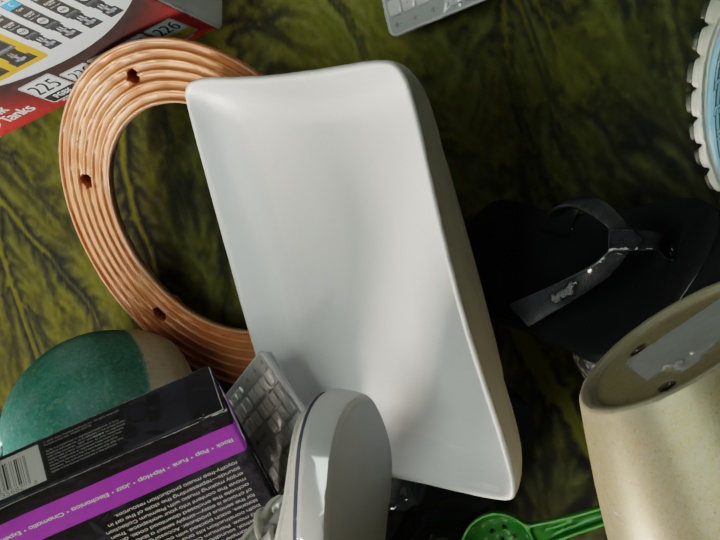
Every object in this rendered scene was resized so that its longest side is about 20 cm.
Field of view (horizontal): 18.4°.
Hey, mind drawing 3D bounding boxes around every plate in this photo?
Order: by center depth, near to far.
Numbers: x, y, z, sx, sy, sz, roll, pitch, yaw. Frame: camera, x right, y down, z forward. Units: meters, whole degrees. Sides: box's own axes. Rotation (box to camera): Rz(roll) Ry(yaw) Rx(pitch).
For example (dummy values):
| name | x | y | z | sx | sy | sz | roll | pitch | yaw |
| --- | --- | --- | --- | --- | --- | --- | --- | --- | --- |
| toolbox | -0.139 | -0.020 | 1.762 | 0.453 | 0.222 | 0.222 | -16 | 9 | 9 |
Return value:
| name | x | y | z | sx | sy | sz | roll | pitch | yaw |
| --- | --- | --- | --- | --- | --- | --- | --- | --- | --- |
| plate | 0.000 | 0.000 | 1.034 | 0.199 | 0.032 | 0.201 | 3 | 111 | 58 |

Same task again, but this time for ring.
| name | x | y | z | sx | sy | sz | roll | pitch | yaw |
| --- | --- | --- | --- | --- | --- | --- | --- | --- | --- |
| ring | -0.074 | -0.029 | 1.150 | 0.199 | 0.019 | 0.202 | 19 | 127 | 27 |

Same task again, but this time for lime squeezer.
| name | x | y | z | sx | sy | sz | roll | pitch | yaw |
| --- | --- | --- | --- | --- | --- | --- | --- | --- | --- |
| lime squeezer | 0.052 | 0.146 | 1.046 | 0.071 | 0.199 | 0.038 | 31 | 140 | 63 |

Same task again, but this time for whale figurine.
| name | x | y | z | sx | sy | sz | roll | pitch | yaw |
| --- | --- | --- | --- | --- | --- | --- | --- | --- | --- |
| whale figurine | -0.155 | 0.114 | 1.205 | 0.200 | 0.103 | 0.160 | 131 | 135 | -54 |

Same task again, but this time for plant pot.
| name | x | y | z | sx | sy | sz | roll | pitch | yaw |
| --- | --- | --- | --- | --- | --- | --- | --- | --- | --- |
| plant pot | 0.175 | 0.108 | 0.873 | 0.187 | 0.187 | 0.201 | -23 | 106 | 39 |

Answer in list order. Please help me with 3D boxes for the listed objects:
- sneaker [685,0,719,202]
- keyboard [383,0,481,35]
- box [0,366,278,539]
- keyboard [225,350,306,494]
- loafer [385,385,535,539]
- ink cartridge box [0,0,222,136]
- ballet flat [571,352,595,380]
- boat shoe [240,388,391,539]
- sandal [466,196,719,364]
| name | x | y | z | sx | sy | sz | roll | pitch | yaw |
| --- | --- | --- | --- | --- | --- | --- | --- | --- | --- |
| sneaker | 0.194 | -0.107 | 0.913 | 0.090 | 0.078 | 0.201 | 18 | 112 | 30 |
| keyboard | 0.082 | -0.165 | 1.018 | 0.199 | 0.011 | 0.057 | -18 | 89 | 39 |
| box | -0.105 | 0.143 | 1.115 | 0.201 | 0.142 | 0.036 | 68 | 179 | -47 |
| keyboard | -0.066 | 0.103 | 1.167 | 0.057 | 0.011 | 0.200 | 60 | 150 | 13 |
| loafer | 0.019 | 0.122 | 1.120 | 0.201 | 0.072 | 0.072 | -60 | 42 | 25 |
| ink cartridge box | -0.200 | -0.155 | 1.137 | 0.199 | 0.175 | 0.084 | -21 | 60 | 40 |
| ballet flat | 0.171 | 0.024 | 0.959 | 0.199 | 0.072 | 0.073 | -9 | 95 | 41 |
| boat shoe | -0.026 | 0.138 | 1.050 | 0.065 | 0.072 | 0.201 | 15 | 130 | 22 |
| sandal | 0.091 | -0.001 | 0.985 | 0.200 | 0.043 | 0.076 | 1 | 63 | 59 |
